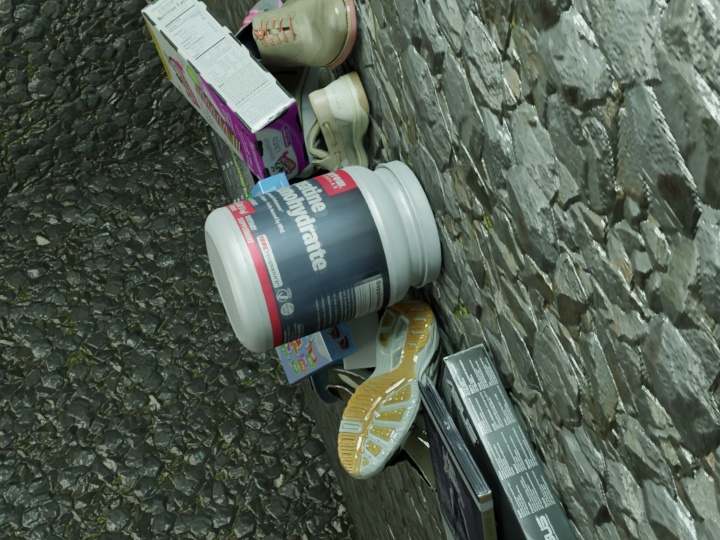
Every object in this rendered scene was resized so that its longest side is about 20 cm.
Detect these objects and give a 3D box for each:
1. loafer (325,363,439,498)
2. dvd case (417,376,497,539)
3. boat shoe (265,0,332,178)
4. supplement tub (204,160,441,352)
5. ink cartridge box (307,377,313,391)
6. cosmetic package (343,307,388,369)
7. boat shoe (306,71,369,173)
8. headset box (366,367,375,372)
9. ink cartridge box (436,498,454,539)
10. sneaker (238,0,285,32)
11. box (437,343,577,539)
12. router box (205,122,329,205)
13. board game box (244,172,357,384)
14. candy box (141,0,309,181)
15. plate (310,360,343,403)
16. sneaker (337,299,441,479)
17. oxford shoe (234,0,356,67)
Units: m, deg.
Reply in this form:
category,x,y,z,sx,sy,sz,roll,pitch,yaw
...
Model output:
category,x,y,z,sx,sy,sz,roll,pitch,yaw
loafer,0.033,0.174,1.084,0.199,0.070,0.075,33,166,23
dvd case,0.098,0.219,0.944,0.149,0.016,0.201,-118,12,-50
boat shoe,-0.069,-0.208,1.152,0.074,0.068,0.202,19,110,38
supplement tub,-0.037,-0.017,0.950,0.140,0.198,0.142,161,90,-76
ink cartridge box,-0.053,0.058,1.372,0.201,0.037,0.095,-67,-26,-42
cosmetic package,0.000,0.000,1.088,0.083,0.050,0.203,-23,-75,-77
boat shoe,-0.030,-0.145,1.095,0.200,0.064,0.073,98,151,-70
headset box,0.036,0.135,1.227,0.200,0.074,0.150,-166,60,-79
ink cartridge box,0.152,0.363,1.112,0.200,0.043,0.175,-133,27,-68
sneaker,-0.108,-0.256,1.308,0.079,0.095,0.202,21,112,40
box,0.126,0.196,0.917,0.194,0.047,0.202,86,163,-64
router box,-0.086,-0.106,1.221,0.062,0.149,0.202,-19,90,48
board game box,-0.080,0.014,1.087,0.202,0.036,0.151,66,155,6
candy box,-0.144,-0.196,1.078,0.200,0.061,0.137,48,168,20
plate,-0.038,0.076,1.337,0.200,0.025,0.203,6,-90,-68
sneaker,0.042,0.130,1.006,0.201,0.075,0.088,-65,-34,-32
oxford shoe,-0.069,-0.237,1.014,0.199,0.074,0.071,-2,97,62
